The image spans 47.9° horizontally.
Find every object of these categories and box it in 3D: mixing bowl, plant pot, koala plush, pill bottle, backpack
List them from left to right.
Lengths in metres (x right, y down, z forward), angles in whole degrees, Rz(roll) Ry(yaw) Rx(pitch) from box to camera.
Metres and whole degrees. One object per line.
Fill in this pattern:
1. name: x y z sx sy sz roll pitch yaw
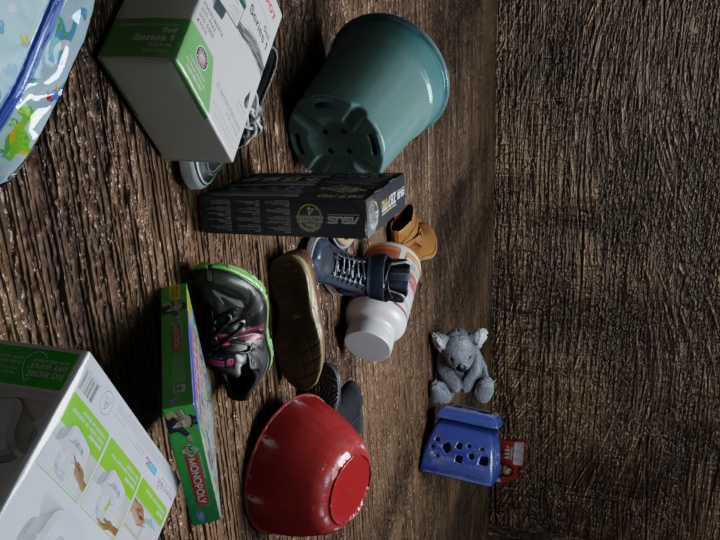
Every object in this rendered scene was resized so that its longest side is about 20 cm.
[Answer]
1. backpack: -0.232 -0.144 0.463 0.153 0.161 0.203 6 95 -65
2. mixing bowl: -0.055 0.282 1.112 0.199 0.107 0.203 -26 123 -50
3. plant pot: 0.004 -0.232 1.161 0.197 0.198 0.202 -58 148 -43
4. pill bottle: 0.036 0.056 1.445 0.113 0.111 0.201 76 25 -46
5. koala plush: 0.265 0.230 2.181 0.201 0.175 0.185 76 13 -45
6. plant pot: 0.285 0.463 2.197 0.200 0.197 0.182 23 77 -74

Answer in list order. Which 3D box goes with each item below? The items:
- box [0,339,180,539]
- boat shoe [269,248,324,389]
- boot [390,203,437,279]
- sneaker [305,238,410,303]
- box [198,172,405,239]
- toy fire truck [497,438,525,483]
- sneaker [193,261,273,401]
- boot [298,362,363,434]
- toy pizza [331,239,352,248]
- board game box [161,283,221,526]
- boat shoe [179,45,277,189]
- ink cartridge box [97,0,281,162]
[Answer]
1. box: -0.234 0.184 0.602 0.201 0.095 0.178 75 26 -48
2. boat shoe: -0.079 0.067 1.133 0.068 0.071 0.203 -44 133 -63
3. boot: 0.113 -0.082 1.742 0.201 0.073 0.156 -71 154 -47
4. sneaker: 0.000 -0.002 1.259 0.202 0.144 0.078 35 63 -69
5. box: -0.061 -0.079 0.935 0.161 0.197 0.050 -40 130 -68
6. toy fire truck: 0.621 0.816 3.477 0.112 0.166 0.203 -28 121 -70
7. sneaker: -0.142 0.072 0.916 0.084 0.076 0.202 -74 159 -45
8. boot: -0.037 0.213 1.315 0.200 0.065 0.167 -13 115 -69
9. toy pizza: -0.016 -0.137 1.360 0.200 0.031 0.203 4 90 -73
10. board game box: -0.164 0.121 0.778 0.201 0.029 0.136 -113 -164 -58
11. boat shoe: -0.137 -0.172 0.884 0.074 0.067 0.201 73 27 -49
12. ink cartridge box: -0.155 -0.229 0.785 0.147 0.083 0.202 66 33 -58
